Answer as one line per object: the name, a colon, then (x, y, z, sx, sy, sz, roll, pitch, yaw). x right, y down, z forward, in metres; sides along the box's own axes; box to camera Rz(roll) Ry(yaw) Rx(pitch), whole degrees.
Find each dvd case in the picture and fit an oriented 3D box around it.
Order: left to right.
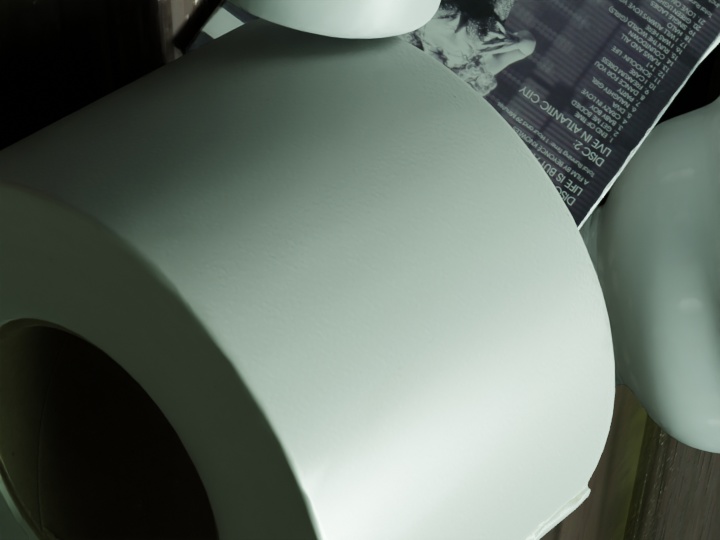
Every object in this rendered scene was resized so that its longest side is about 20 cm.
dvd case: (0.056, -0.111, 0.714, 0.200, 0.149, 0.016, -53, 179, -8)

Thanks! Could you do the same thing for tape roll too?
tape roll: (-0.038, 0.034, 0.644, 0.139, 0.203, 0.203, -35, 146, -39)

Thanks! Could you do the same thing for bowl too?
bowl: (0.169, 0.009, 1.049, 0.201, 0.090, 0.202, -8, 90, -71)

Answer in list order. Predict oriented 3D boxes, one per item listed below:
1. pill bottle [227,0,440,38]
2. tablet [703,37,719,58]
pill bottle: (0.005, -0.175, 0.588, 0.112, 0.112, 0.200, -26, 140, -47)
tablet: (0.139, -0.128, 0.865, 0.200, 0.130, 0.014, -45, 118, -23)
